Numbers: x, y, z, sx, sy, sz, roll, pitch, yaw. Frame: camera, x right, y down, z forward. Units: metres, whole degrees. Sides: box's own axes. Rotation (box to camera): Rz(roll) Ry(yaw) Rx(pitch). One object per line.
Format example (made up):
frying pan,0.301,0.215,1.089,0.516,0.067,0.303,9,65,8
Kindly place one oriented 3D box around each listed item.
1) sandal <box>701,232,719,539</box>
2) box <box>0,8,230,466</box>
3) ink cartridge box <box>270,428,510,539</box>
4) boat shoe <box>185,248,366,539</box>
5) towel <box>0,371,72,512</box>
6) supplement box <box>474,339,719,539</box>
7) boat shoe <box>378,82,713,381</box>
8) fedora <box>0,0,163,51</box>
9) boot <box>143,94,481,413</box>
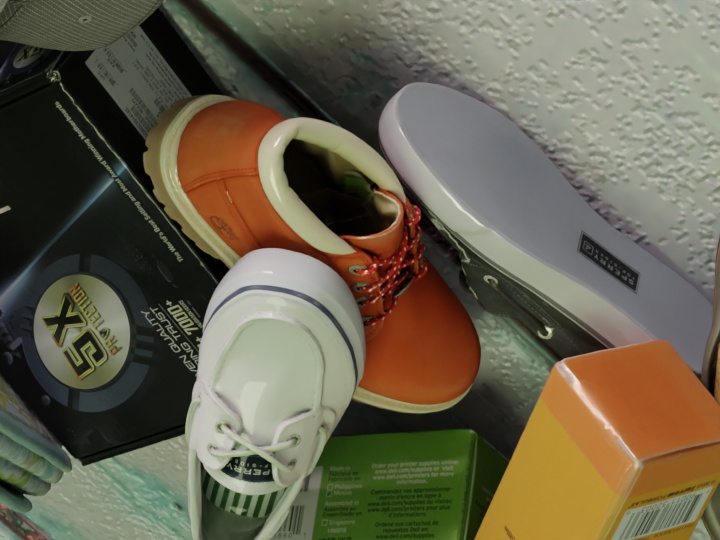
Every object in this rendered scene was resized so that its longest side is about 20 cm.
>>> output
sandal,0.190,0.056,0.954,0.082,0.055,0.200,0,110,-3
box,-0.124,-0.019,1.064,0.164,0.086,0.200,-19,118,38
ink cartridge box,0.035,0.156,1.152,0.148,0.076,0.200,-5,153,30
boat shoe,-0.041,0.071,0.986,0.073,0.067,0.200,12,145,3
towel,-0.228,0.028,1.073,0.171,0.048,0.200,52,180,24
supplement box,0.097,0.127,0.993,0.067,0.069,0.200,53,137,34
boat shoe,0.078,-0.003,0.996,0.200,0.070,0.066,35,134,-16
fedora,-0.117,-0.165,0.908,0.090,0.177,0.200,14,126,-27
boot,0.000,0.000,0.977,0.200,0.075,0.107,43,158,-29
